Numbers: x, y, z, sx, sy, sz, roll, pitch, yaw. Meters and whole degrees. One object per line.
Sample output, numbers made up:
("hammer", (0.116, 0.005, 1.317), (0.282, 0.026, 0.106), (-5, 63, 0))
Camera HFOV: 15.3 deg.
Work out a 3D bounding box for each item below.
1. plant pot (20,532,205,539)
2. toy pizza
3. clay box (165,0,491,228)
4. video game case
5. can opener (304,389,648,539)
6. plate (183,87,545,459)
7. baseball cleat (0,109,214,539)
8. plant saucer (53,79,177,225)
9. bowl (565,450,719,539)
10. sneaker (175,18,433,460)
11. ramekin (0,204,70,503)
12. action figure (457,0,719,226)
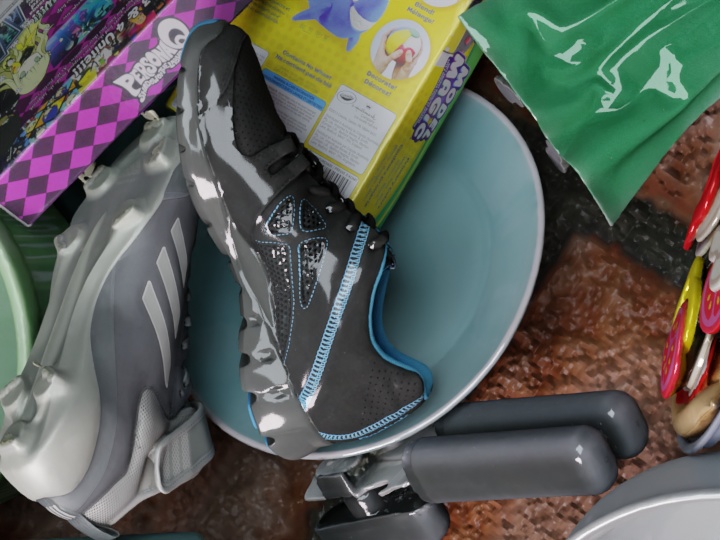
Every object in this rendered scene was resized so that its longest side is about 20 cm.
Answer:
("plant pot", (-0.157, 0.205, 1.218), (0.195, 0.200, 0.202), (-6, 79, -10))
("toy pizza", (0.162, -0.021, 1.134), (0.032, 0.200, 0.201), (19, 88, -1))
("clay box", (0.008, -0.133, 1.266), (0.115, 0.048, 0.201), (31, 88, 25))
("video game case", (-0.122, -0.139, 1.303), (0.200, 0.036, 0.181), (-45, 34, 7))
("can opener", (0.051, 0.091, 1.221), (0.199, 0.053, 0.067), (-15, 114, 48))
("plate", (0.000, 0.000, 1.276), (0.199, 0.026, 0.201), (-13, 59, 22))
("baseball cleat", (-0.102, 0.029, 1.239), (0.070, 0.106, 0.201), (-8, 50, 47))
("plant saucer", (-0.099, -0.061, 1.332), (0.199, 0.019, 0.070), (-21, 64, 19))
("bowl", (0.168, 0.148, 1.165), (0.200, 0.091, 0.202), (5, 125, 7))
("sneaker", (-0.026, -0.020, 1.208), (0.081, 0.073, 0.201), (-15, 97, 13))
("ramekin", (-0.223, 0.033, 1.311), (0.199, 0.098, 0.202), (2, 94, 24))
("action figure", (0.157, -0.127, 1.240), (0.200, 0.055, 0.118), (-36, 96, -4))
